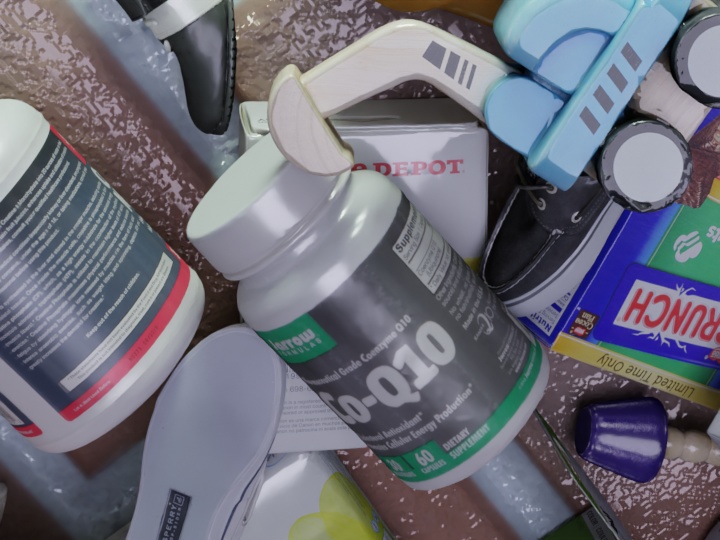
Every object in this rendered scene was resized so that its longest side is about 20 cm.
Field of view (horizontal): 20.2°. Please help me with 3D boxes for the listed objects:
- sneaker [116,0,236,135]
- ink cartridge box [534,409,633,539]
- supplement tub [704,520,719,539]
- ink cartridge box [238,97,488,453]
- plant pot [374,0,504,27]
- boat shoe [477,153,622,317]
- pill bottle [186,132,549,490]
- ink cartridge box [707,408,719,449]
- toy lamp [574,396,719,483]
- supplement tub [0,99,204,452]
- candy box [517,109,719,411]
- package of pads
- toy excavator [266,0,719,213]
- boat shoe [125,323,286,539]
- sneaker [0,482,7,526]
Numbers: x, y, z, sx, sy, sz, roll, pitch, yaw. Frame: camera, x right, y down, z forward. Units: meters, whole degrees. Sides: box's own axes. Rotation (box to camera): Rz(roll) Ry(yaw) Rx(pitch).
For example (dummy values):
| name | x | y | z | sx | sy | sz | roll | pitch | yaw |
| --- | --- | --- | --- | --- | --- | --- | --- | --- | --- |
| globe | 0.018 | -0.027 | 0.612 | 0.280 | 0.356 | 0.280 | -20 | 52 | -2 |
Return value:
| name | x | y | z | sx | sy | sz | roll | pitch | yaw |
| --- | --- | --- | --- | --- | --- | --- | --- | --- | --- |
| sneaker | -0.118 | -0.174 | 1.160 | 0.088 | 0.074 | 0.201 | -9 | 99 | -6 |
| ink cartridge box | 0.141 | 0.193 | 1.277 | 0.076 | 0.148 | 0.200 | -34 | 109 | 4 |
| supplement tub | 0.296 | 0.233 | 1.286 | 0.122 | 0.200 | 0.123 | -2 | 108 | -8 |
| ink cartridge box | 0.000 | 0.000 | 1.225 | 0.144 | 0.083 | 0.201 | -2 | 108 | -8 |
| plant pot | 0.095 | -0.214 | 1.127 | 0.183 | 0.200 | 0.201 | 27 | 102 | -32 |
| boat shoe | 0.121 | -0.059 | 1.136 | 0.066 | 0.070 | 0.200 | 18 | 122 | -42 |
| pill bottle | 0.004 | 0.018 | 1.127 | 0.113 | 0.113 | 0.200 | -42 | 108 | 6 |
| ink cartridge box | 0.312 | 0.056 | 1.233 | 0.201 | 0.083 | 0.145 | -58 | 141 | -10 |
| toy lamp | 0.237 | 0.118 | 1.317 | 0.199 | 0.058 | 0.059 | 11 | 106 | -13 |
| supplement tub | -0.199 | -0.007 | 1.161 | 0.140 | 0.140 | 0.200 | -41 | 110 | 5 |
| candy box | 0.197 | -0.031 | 1.222 | 0.169 | 0.077 | 0.201 | 19 | 107 | -40 |
| package of pads | -0.076 | 0.202 | 1.287 | 0.199 | 0.068 | 0.155 | -33 | 111 | 3 |
| toy excavator | 0.077 | -0.101 | 1.037 | 0.199 | 0.100 | 0.195 | 32 | 103 | -8 |
| boat shoe | -0.092 | 0.117 | 1.189 | 0.073 | 0.065 | 0.201 | 28 | 107 | 8 |
| sneaker | -0.313 | 0.126 | 1.228 | 0.199 | 0.075 | 0.090 | 28 | 93 | -23 |
